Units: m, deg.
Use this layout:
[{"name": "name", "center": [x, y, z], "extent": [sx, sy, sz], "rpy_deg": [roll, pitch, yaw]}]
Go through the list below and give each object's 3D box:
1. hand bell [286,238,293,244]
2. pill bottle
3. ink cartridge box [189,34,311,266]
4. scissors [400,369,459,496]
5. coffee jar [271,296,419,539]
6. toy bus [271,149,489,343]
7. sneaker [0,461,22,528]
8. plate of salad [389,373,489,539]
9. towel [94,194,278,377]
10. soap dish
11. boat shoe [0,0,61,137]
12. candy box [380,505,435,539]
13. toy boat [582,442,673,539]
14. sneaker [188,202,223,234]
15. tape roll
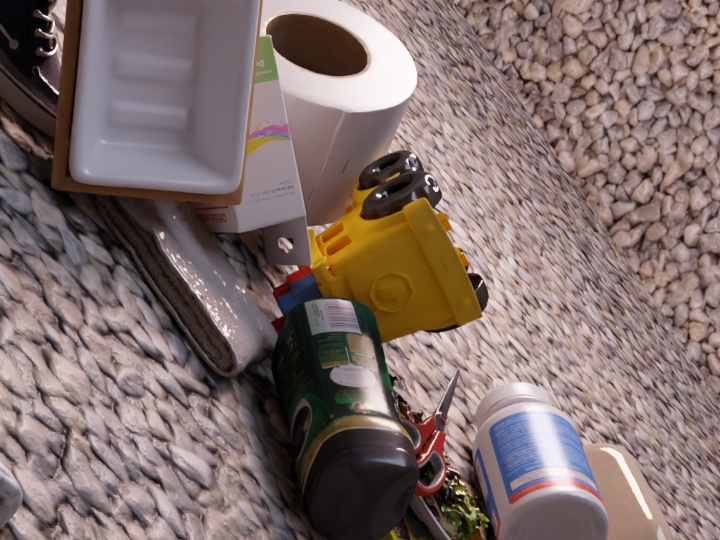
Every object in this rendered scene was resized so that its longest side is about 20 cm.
[{"name": "hand bell", "center": [-0.055, -0.028, 1.905], "extent": [0.200, 0.104, 0.104], "rpy_deg": [43, 13, 9]}, {"name": "pill bottle", "center": [0.174, 0.203, 1.976], "extent": [0.112, 0.112, 0.200], "rpy_deg": [44, 18, -31]}, {"name": "ink cartridge box", "center": [-0.107, -0.095, 1.697], "extent": [0.117, 0.067, 0.200], "rpy_deg": [0, -77, 67]}, {"name": "scissors", "center": [0.068, 0.140, 1.707], "extent": [0.073, 0.014, 0.200], "rpy_deg": [58, 24, 1]}, {"name": "coffee jar", "center": [-0.013, 0.122, 1.600], "extent": [0.085, 0.104, 0.200], "rpy_deg": [5, 39, -18]}, {"name": "toy bus", "center": [0.000, 0.000, 1.764], "extent": [0.136, 0.192, 0.200], "rpy_deg": [62, 2, -19]}, {"name": "sneaker", "center": [-0.267, 0.076, 1.041], "extent": [0.099, 0.078, 0.200], "rpy_deg": [57, 5, 38]}, {"name": "plate of salad", "center": [0.056, 0.167, 1.738], "extent": [0.200, 0.048, 0.200], "rpy_deg": [59, 6, -10]}, {"name": "towel", "center": [-0.142, -0.003, 1.641], "extent": [0.200, 0.034, 0.133], "rpy_deg": [54, 16, 4]}, {"name": "soap dish", "center": [-0.165, -0.159, 1.569], "extent": [0.157, 0.200, 0.081], "rpy_deg": [4, 8, -20]}, {"name": "boat shoe", "center": [-0.267, -0.194, 1.579], "extent": [0.200, 0.093, 0.075], "rpy_deg": [45, 17, -28]}, {"name": "candy box", "center": [0.007, 0.172, 1.711], "extent": [0.102, 0.026, 0.200], "rpy_deg": [37, 22, -57]}, {"name": "toy boat", "center": [0.251, 0.288, 2.055], "extent": [0.200, 0.130, 0.131], "rpy_deg": [-111, -173, -45]}, {"name": "sneaker", "center": [-0.163, -0.128, 1.787], "extent": [0.200, 0.066, 0.090], "rpy_deg": [67, -19, -10]}, {"name": "tape roll", "center": [-0.062, -0.159, 1.863], "extent": [0.203, 0.139, 0.203], "rpy_deg": [15, 35, -11]}]
